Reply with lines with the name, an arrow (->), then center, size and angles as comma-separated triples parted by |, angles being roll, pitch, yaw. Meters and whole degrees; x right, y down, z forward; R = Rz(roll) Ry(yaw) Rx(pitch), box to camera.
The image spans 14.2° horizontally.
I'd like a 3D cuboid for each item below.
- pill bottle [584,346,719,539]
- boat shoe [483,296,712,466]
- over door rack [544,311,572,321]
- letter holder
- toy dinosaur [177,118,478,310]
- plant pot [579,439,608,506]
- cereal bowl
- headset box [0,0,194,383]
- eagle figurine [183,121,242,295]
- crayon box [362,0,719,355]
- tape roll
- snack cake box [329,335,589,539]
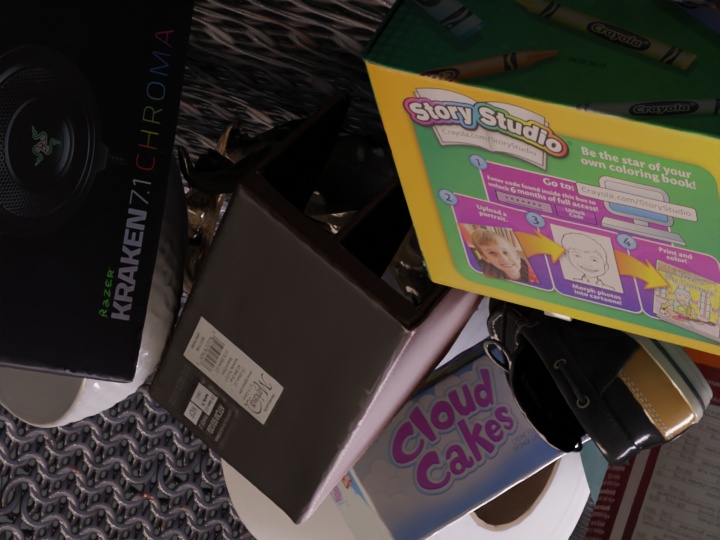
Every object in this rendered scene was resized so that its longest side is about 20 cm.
pill bottle -> 0.161, 0.129, 1.352 | 0.109, 0.201, 0.110 | 18, 173, 2
boat shoe -> 0.094, 0.045, 1.330 | 0.075, 0.062, 0.200 | 51, 173, -19
over door rack -> 0.136, -0.004, 1.151 | 0.147, 0.067, 0.200 | 17, 157, 16
letter holder -> 0.000, 0.000, 1.342 | 0.100, 0.142, 0.200 | 40, 147, 8
toy dinosaur -> -0.018, -0.047, 1.424 | 0.102, 0.077, 0.200 | -1, 157, 30
plant pot -> 0.227, 0.143, 1.629 | 0.199, 0.136, 0.200 | -3, 160, -1
cereal bowl -> -0.141, -0.030, 1.406 | 0.083, 0.201, 0.200 | -15, -170, -29
headset box -> -0.178, -0.056, 1.139 | 0.199, 0.175, 0.092 | 12, 176, -44
eagle figurine -> -0.173, -0.042, 1.565 | 0.199, 0.153, 0.151 | 13, -167, -3
crayon box -> 0.108, -0.033, 1.009 | 0.199, 0.058, 0.119 | 15, 144, 28
tape roll -> 0.034, 0.083, 1.671 | 0.139, 0.204, 0.202 | 13, 171, 36
snack cake box -> 0.077, 0.068, 1.499 | 0.067, 0.199, 0.115 | 59, 169, -2
